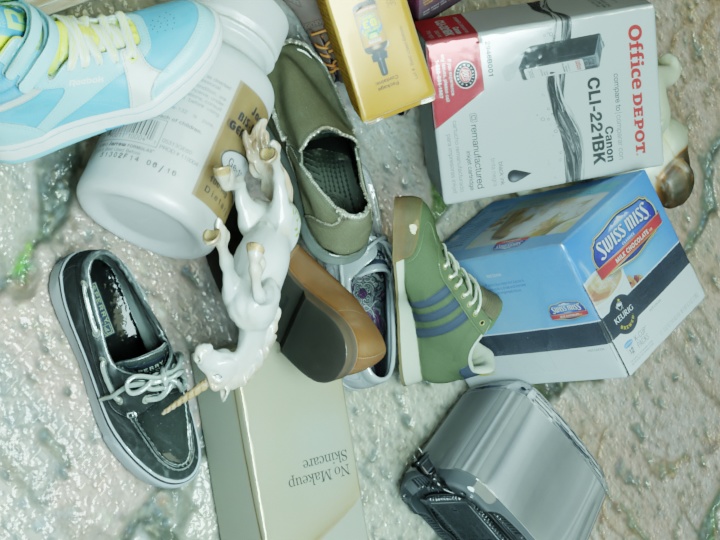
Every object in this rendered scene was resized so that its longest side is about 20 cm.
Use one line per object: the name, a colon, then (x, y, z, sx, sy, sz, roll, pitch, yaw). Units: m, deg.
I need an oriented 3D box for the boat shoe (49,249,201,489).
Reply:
boat shoe: (-0.166, 0.075, 1.126, 0.073, 0.068, 0.201, -25, 100, -35)

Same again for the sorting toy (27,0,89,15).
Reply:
sorting toy: (-0.189, -0.258, 1.079, 0.199, 0.179, 0.108, -30, 102, -36)

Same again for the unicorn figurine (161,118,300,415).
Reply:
unicorn figurine: (-0.082, 0.000, 1.080, 0.138, 0.073, 0.201, 78, 34, -54)

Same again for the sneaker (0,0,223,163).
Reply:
sneaker: (-0.199, -0.158, 1.044, 0.199, 0.131, 0.080, -27, 60, -2)

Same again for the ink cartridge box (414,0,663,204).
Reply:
ink cartridge box: (0.153, -0.151, 1.275, 0.198, 0.084, 0.145, -11, 112, -5)

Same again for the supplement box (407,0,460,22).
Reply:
supplement box: (0.050, -0.306, 1.229, 0.085, 0.200, 0.111, -33, 74, -8)

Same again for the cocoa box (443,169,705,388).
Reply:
cocoa box: (0.170, 0.011, 1.301, 0.133, 0.199, 0.132, -38, 107, -34)

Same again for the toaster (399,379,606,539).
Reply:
toaster: (0.126, 0.187, 1.306, 0.200, 0.113, 0.129, 49, 56, -19)

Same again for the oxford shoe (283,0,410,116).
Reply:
oxford shoe: (-0.014, -0.205, 1.273, 0.199, 0.071, 0.073, 31, 71, -31)

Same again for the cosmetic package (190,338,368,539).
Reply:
cosmetic package: (-0.063, 0.154, 1.192, 0.103, 0.073, 0.202, -11, 90, -37)

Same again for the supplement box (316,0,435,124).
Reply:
supplement box: (-0.003, -0.224, 1.189, 0.066, 0.069, 0.201, -20, 108, -6)

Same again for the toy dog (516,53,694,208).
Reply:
toy dog: (0.238, -0.131, 1.411, 0.199, 0.139, 0.195, 31, 68, -32)

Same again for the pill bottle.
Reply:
pill bottle: (-0.130, -0.121, 1.147, 0.114, 0.114, 0.201, 33, 66, -29)

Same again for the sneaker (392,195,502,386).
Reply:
sneaker: (0.074, 0.018, 1.241, 0.067, 0.089, 0.201, -84, 172, -47)

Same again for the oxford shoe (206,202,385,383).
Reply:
oxford shoe: (-0.056, 0.013, 1.173, 0.071, 0.072, 0.200, -5, 45, -50)

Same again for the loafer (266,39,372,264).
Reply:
loafer: (-0.030, -0.108, 1.210, 0.075, 0.070, 0.201, -13, 72, -26)

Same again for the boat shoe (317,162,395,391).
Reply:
boat shoe: (0.000, 0.000, 1.258, 0.072, 0.068, 0.202, 9, 79, -35)
